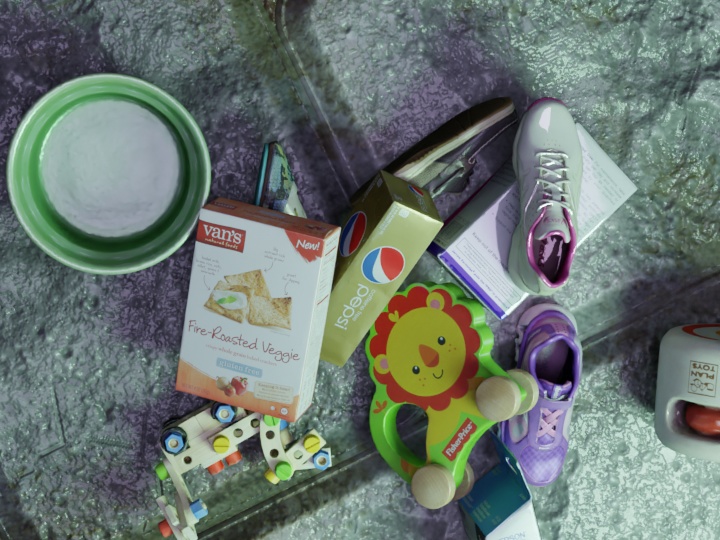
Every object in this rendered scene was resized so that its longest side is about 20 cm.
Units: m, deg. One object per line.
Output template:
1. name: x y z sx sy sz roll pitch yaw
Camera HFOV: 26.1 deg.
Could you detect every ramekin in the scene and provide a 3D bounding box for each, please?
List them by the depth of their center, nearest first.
1. ramekin: -0.253 -0.101 1.572 0.200 0.098 0.200 -1 98 -8

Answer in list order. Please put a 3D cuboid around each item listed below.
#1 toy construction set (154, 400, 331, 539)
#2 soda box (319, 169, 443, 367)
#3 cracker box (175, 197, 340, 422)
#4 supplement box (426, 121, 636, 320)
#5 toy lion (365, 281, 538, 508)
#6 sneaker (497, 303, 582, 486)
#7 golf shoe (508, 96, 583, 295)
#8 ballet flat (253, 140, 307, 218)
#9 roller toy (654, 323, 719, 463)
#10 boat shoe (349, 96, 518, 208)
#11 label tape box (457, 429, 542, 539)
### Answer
1. toy construction set: -0.139 0.201 1.641 0.200 0.092 0.131 -33 101 -13
2. soda box: 0.000 0.000 1.599 0.064 0.068 0.200 22 116 -26
3. cracker box: -0.105 0.039 1.565 0.134 0.058 0.200 14 108 13
4. supplement box: 0.176 -0.057 1.635 0.200 0.101 0.103 -45 101 1
5. toy lion: 0.076 0.120 1.639 0.192 0.069 0.200 42 113 20
6. sneaker: 0.199 0.140 1.674 0.080 0.088 0.200 4 99 -10
7. golf shoe: 0.191 -0.071 1.538 0.075 0.092 0.200 0 96 -6
8. ballet flat: -0.090 -0.035 1.620 0.074 0.074 0.200 13 106 -9
9. roller toy: 0.408 0.124 1.648 0.182 0.200 0.140 3 97 -2
10. boat shoe: 0.085 -0.107 1.635 0.201 0.072 0.066 -34 107 4
11. label tape box: 0.152 0.287 1.659 0.066 0.143 0.200 -17 100 -6
